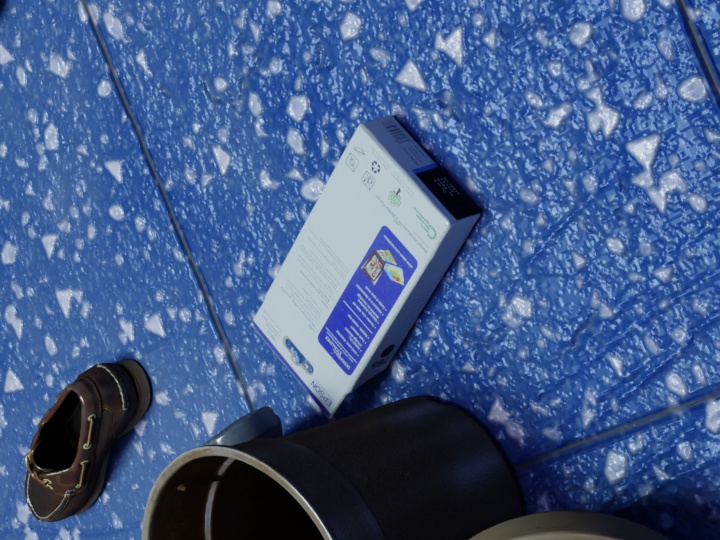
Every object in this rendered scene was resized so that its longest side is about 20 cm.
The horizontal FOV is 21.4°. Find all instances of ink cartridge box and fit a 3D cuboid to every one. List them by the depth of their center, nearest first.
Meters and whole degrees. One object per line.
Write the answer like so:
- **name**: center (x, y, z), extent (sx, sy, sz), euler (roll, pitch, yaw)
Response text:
- **ink cartridge box**: center (0.000, 0.000, 1.315), extent (0.100, 0.039, 0.201), euler (49, 130, 21)

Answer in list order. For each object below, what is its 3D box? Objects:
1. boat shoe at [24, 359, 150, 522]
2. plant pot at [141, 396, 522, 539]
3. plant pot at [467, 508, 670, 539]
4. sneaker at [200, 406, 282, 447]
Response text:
- **boat shoe**: center (-0.243, 0.145, 1.578), extent (0.070, 0.070, 0.200), euler (49, 133, 19)
- **plant pot**: center (-0.008, 0.184, 1.271), extent (0.199, 0.198, 0.202), euler (15, 114, 39)
- **plant pot**: center (0.133, 0.218, 1.195), extent (0.199, 0.093, 0.202), euler (4, 121, 6)
- **sneaker**: center (-0.073, 0.158, 1.378), extent (0.082, 0.070, 0.200), euler (57, 168, 15)
